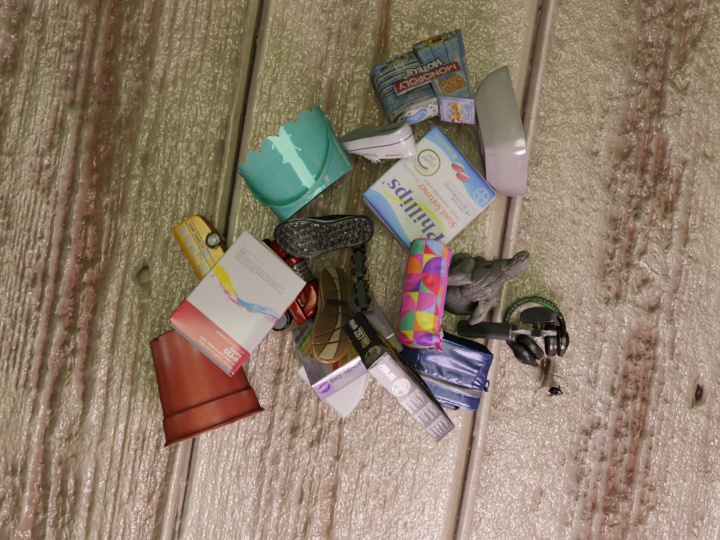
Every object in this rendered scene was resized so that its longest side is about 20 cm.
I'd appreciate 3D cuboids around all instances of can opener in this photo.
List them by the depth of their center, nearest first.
[{"bbox_3d":[0.288,0.108,1.317,0.196,0.052,0.068,-4,77,27],"label":"can opener"}]

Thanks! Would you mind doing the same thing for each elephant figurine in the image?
[{"bbox_3d":[0.219,0.026,1.276,0.139,0.200,0.158,14,90,-2],"label":"elephant figurine"}]

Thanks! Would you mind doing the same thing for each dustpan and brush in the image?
[{"bbox_3d":[-0.013,0.174,1.353,0.139,0.057,0.200,43,96,-2],"label":"dustpan and brush"}]

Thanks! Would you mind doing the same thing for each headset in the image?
[{"bbox_3d":[0.363,0.154,1.358,0.121,0.094,0.203,-20,76,3],"label":"headset"}]

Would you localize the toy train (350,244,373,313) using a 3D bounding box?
[{"bbox_3d":[0.000,0.000,1.307,0.033,0.046,0.203,-12,55,9],"label":"toy train"}]

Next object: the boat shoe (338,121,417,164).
[{"bbox_3d":[0.028,-0.236,1.292,0.073,0.198,0.068,-40,117,-26],"label":"boat shoe"}]

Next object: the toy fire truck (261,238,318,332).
[{"bbox_3d":[-0.115,-0.003,1.322,0.198,0.129,0.178,-32,91,9],"label":"toy fire truck"}]

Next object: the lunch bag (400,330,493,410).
[{"bbox_3d":[0.161,0.193,1.308,0.196,0.136,0.135,19,94,0],"label":"lunch bag"}]

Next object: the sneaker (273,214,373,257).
[{"bbox_3d":[-0.069,-0.069,1.286,0.196,0.083,0.073,-4,102,-11],"label":"sneaker"}]

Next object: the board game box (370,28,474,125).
[{"bbox_3d":[0.136,-0.353,1.291,0.196,0.062,0.202,-19,55,-1],"label":"board game box"}]

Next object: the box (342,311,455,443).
[{"bbox_3d":[0.062,0.176,1.129,0.049,0.161,0.200,-40,115,3],"label":"box"}]

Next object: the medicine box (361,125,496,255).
[{"bbox_3d":[0.131,-0.142,1.323,0.200,0.103,0.183,-42,91,-1],"label":"medicine box"}]

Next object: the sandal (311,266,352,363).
[{"bbox_3d":[-0.055,0.085,1.250,0.079,0.054,0.203,11,53,-16],"label":"sandal"}]

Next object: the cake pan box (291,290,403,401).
[{"bbox_3d":[-0.031,0.130,1.285,0.182,0.201,0.053,-29,122,0],"label":"cake pan box"}]

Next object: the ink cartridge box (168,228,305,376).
[{"bbox_3d":[-0.213,0.060,1.172,0.144,0.145,0.201,39,74,-3],"label":"ink cartridge box"}]

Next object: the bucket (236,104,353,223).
[{"bbox_3d":[-0.119,-0.197,1.273,0.206,0.207,0.136,-39,96,-1],"label":"bucket"}]

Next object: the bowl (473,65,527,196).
[{"bbox_3d":[0.260,-0.252,1.265,0.073,0.200,0.204,-10,67,7],"label":"bowl"}]

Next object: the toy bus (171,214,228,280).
[{"bbox_3d":[-0.288,-0.013,1.333,0.077,0.065,0.202,-29,91,0],"label":"toy bus"}]

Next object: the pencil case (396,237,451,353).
[{"bbox_3d":[0.118,0.045,1.209,0.086,0.089,0.204,7,75,-1],"label":"pencil case"}]

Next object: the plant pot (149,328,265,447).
[{"bbox_3d":[-0.303,0.206,1.281,0.197,0.201,0.199,-19,82,-1],"label":"plant pot"}]
